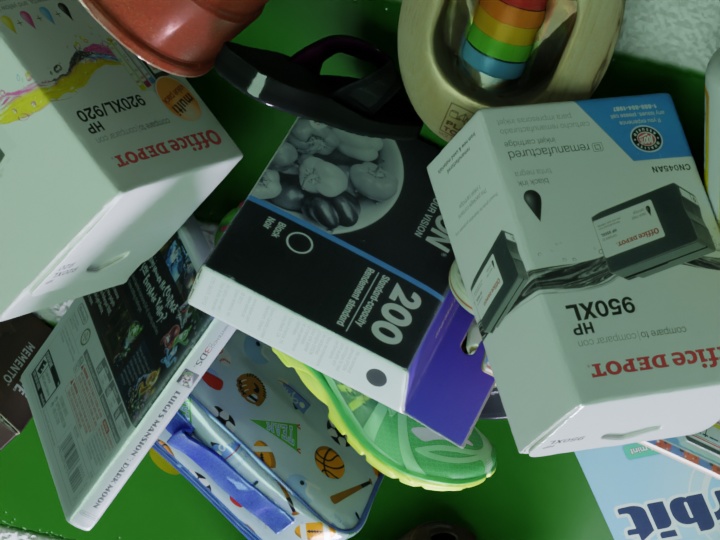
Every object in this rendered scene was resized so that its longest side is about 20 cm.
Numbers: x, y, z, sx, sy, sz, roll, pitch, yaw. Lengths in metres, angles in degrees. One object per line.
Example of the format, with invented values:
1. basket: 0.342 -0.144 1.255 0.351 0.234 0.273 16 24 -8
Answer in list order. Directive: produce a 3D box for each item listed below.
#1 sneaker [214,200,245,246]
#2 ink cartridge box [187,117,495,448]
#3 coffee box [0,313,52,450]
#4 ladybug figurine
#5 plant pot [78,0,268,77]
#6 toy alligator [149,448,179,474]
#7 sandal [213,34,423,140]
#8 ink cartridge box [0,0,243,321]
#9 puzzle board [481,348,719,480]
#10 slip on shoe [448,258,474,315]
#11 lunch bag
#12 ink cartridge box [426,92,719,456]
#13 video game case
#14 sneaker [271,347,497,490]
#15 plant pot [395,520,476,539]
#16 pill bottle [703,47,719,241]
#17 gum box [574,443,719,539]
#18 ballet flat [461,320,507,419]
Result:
1. sneaker: 0.000 0.000 1.739 0.200 0.077 0.084 11 137 19
2. ink cartridge box: 0.018 -0.006 1.644 0.200 0.198 0.043 28 136 1
3. coffee box: -0.313 0.116 1.887 0.080 0.113 0.200 43 125 -8
4. ladybug figurine: 0.096 -0.162 1.597 0.136 0.072 0.200 26 125 2
5. plant pot: -0.076 -0.252 1.543 0.195 0.201 0.201 -32 106 24
6. toy alligator: -0.117 0.113 1.829 0.200 0.059 0.054 28 142 16
7. sandal: -0.013 -0.120 1.601 0.075 0.200 0.048 37 105 27
8. ink cartridge box: -0.210 -0.095 1.665 0.145 0.147 0.200 -44 78 32
9. puzzle board: 0.182 0.039 1.619 0.200 0.151 0.017 25 145 -12
10. slip on shoe: 0.139 0.030 1.660 0.200 0.074 0.061 13 141 -32
11. lunch bag: -0.074 0.106 1.767 0.200 0.160 0.076 43 124 -9
12. ink cartridge box: 0.145 0.001 1.560 0.084 0.145 0.200 -48 54 55
13. video game case: -0.157 0.053 1.717 0.023 0.200 0.182 29 105 -27
14. sneaker: 0.015 0.065 1.671 0.200 0.074 0.084 44 127 0
15. plant pot: 0.019 0.293 1.837 0.200 0.200 0.198 45 117 -10
16. pill bottle: 0.266 -0.075 1.567 0.109 0.109 0.200 6 122 16
17. gum box: 0.251 0.152 1.749 0.170 0.045 0.200 -15 113 26
18. ballet flat: 0.064 0.064 1.735 0.200 0.073 0.073 -2 119 16
